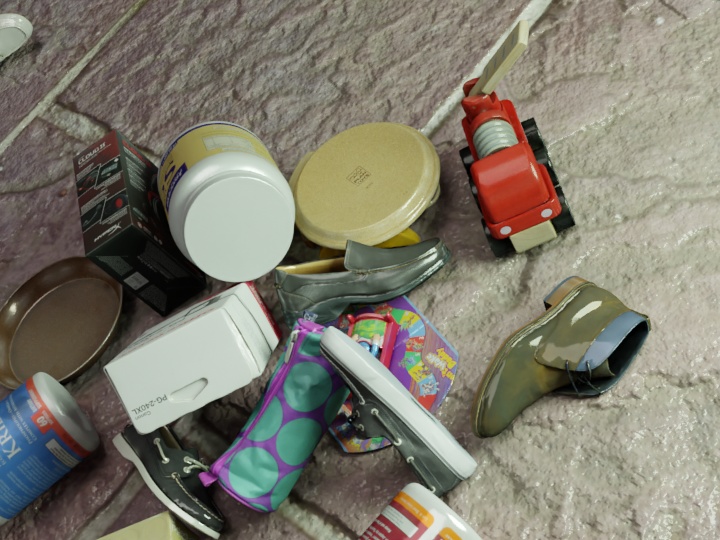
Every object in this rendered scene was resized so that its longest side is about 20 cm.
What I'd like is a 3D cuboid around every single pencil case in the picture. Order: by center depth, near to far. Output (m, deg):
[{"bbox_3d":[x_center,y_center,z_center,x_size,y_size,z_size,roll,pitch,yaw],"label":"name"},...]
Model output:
[{"bbox_3d":[-0.075,0.145,1.248,0.201,0.092,0.085,-60,34,1],"label":"pencil case"}]

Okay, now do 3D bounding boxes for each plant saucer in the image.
[{"bbox_3d":[-0.378,0.071,1.546,0.199,0.035,0.201,-15,50,19],"label":"plant saucer"}]

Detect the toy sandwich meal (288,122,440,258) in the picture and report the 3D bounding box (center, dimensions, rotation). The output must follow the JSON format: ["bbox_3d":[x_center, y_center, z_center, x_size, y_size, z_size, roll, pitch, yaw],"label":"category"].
[{"bbox_3d":[0.004,-0.088,1.446,0.204,0.070,0.206,-12,51,16],"label":"toy sandwich meal"}]

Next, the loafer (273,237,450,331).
[{"bbox_3d":[0.000,0.000,1.351,0.199,0.073,0.073,-22,15,1],"label":"loafer"}]

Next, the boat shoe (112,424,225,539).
[{"bbox_3d":[-0.195,0.213,1.312,0.060,0.074,0.200,-48,39,-7],"label":"boat shoe"}]

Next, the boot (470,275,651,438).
[{"bbox_3d":[0.193,0.094,1.191,0.097,0.075,0.200,24,67,42],"label":"boot"}]

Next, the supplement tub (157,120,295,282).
[{"bbox_3d":[-0.156,-0.081,1.426,0.145,0.146,0.200,-34,26,0],"label":"supplement tub"}]

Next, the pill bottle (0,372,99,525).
[{"bbox_3d":[-0.405,0.218,1.391,0.200,0.112,0.112,-40,46,-5],"label":"pill bottle"}]

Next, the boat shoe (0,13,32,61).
[{"bbox_3d":[-0.611,-0.346,1.980,0.199,0.071,0.070,-22,48,23],"label":"boat shoe"}]

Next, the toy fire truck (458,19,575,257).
[{"bbox_3d":[0.157,-0.145,1.310,0.128,0.200,0.177,-22,47,12],"label":"toy fire truck"}]

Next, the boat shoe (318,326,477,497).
[{"bbox_3d":[0.023,0.142,1.188,0.066,0.200,0.070,-45,10,4],"label":"boat shoe"}]

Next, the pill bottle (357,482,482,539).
[{"bbox_3d":[0.020,0.298,1.096,0.200,0.113,0.113,-46,47,-11],"label":"pill bottle"}]

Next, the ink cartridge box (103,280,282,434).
[{"bbox_3d":[-0.173,0.087,1.316,0.145,0.084,0.200,-27,6,6],"label":"ink cartridge box"}]

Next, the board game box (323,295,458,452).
[{"bbox_3d":[0.007,0.094,1.313,0.158,0.039,0.200,-38,47,-4],"label":"board game box"}]

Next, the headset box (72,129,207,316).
[{"bbox_3d":[-0.274,-0.066,1.514,0.075,0.149,0.201,-32,45,13],"label":"headset box"}]

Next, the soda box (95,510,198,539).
[{"bbox_3d":[-0.265,0.322,1.266,0.199,0.064,0.068,-24,47,11],"label":"soda box"}]
